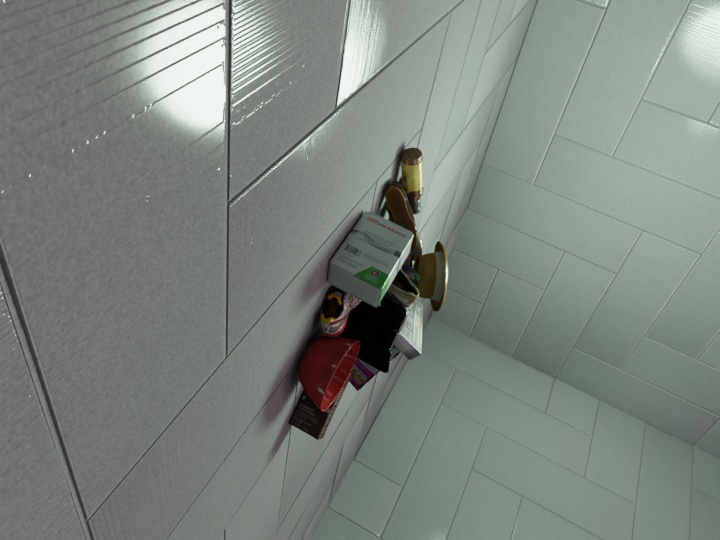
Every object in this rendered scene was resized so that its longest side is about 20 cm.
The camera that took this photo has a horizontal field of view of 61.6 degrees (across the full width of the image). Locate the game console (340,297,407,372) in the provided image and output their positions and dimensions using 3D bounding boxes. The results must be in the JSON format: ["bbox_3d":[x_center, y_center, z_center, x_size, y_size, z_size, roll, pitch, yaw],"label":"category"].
[{"bbox_3d":[0.017,0.150,1.622,0.179,0.197,0.116,-63,162,-4],"label":"game console"}]

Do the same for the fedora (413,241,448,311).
[{"bbox_3d":[0.194,0.016,1.724,0.201,0.080,0.206,-178,-90,-83],"label":"fedora"}]

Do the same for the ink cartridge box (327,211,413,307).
[{"bbox_3d":[0.027,-0.032,1.486,0.201,0.144,0.084,-55,166,-36],"label":"ink cartridge box"}]

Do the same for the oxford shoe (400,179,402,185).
[{"bbox_3d":[0.139,-0.186,1.836,0.072,0.071,0.203,-55,163,-42],"label":"oxford shoe"}]

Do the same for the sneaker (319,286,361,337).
[{"bbox_3d":[-0.043,0.069,1.536,0.083,0.076,0.203,72,38,-57],"label":"sneaker"}]

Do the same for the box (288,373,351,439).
[{"bbox_3d":[-0.113,0.365,1.716,0.204,0.098,0.075,-65,167,-8],"label":"box"}]

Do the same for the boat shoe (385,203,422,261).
[{"bbox_3d":[0.124,-0.113,1.761,0.064,0.072,0.204,-30,113,-28],"label":"boat shoe"}]

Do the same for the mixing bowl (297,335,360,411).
[{"bbox_3d":[-0.094,0.247,1.559,0.202,0.107,0.201,-58,165,-24],"label":"mixing bowl"}]

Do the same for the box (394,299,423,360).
[{"bbox_3d":[0.122,0.137,1.790,0.048,0.158,0.203,-27,-145,29],"label":"box"}]

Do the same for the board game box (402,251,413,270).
[{"bbox_3d":[0.078,-0.047,1.691,0.200,0.133,0.035,67,47,-74],"label":"board game box"}]

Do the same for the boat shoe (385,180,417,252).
[{"bbox_3d":[0.117,-0.149,1.679,0.071,0.069,0.204,-72,151,-64],"label":"boat shoe"}]

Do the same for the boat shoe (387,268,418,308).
[{"bbox_3d":[0.075,0.007,1.562,0.075,0.199,0.068,-49,-177,-33],"label":"boat shoe"}]

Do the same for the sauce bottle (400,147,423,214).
[{"bbox_3d":[0.148,-0.248,1.708,0.066,0.065,0.203,-55,150,-38],"label":"sauce bottle"}]

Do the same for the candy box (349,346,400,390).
[{"bbox_3d":[0.020,0.245,1.816,0.200,0.137,0.061,-44,176,25],"label":"candy box"}]

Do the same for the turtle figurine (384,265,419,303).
[{"bbox_3d":[0.068,0.070,1.655,0.199,0.102,0.149,-37,-171,-13],"label":"turtle figurine"}]
